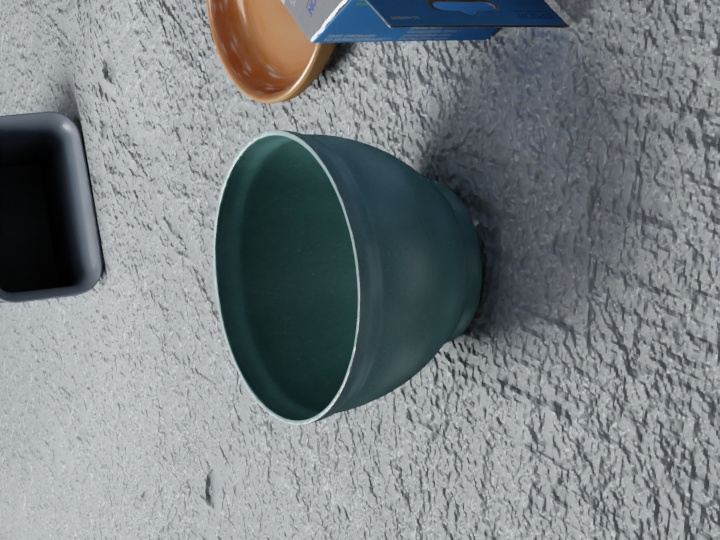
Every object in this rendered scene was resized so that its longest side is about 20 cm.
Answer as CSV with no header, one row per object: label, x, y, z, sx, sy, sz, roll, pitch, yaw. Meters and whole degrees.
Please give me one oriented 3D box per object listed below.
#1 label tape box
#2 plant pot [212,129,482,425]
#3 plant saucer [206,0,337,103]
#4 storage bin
label tape box,0.020,-0.193,0.998,0.200,0.144,0.063,57,139,35
plant pot,0.000,0.000,1.072,0.200,0.134,0.202,12,105,56
plant saucer,-0.064,-0.235,1.223,0.200,0.037,0.201,13,106,55
storage bin,-0.375,-0.053,1.660,0.134,0.145,0.201,149,111,-66
